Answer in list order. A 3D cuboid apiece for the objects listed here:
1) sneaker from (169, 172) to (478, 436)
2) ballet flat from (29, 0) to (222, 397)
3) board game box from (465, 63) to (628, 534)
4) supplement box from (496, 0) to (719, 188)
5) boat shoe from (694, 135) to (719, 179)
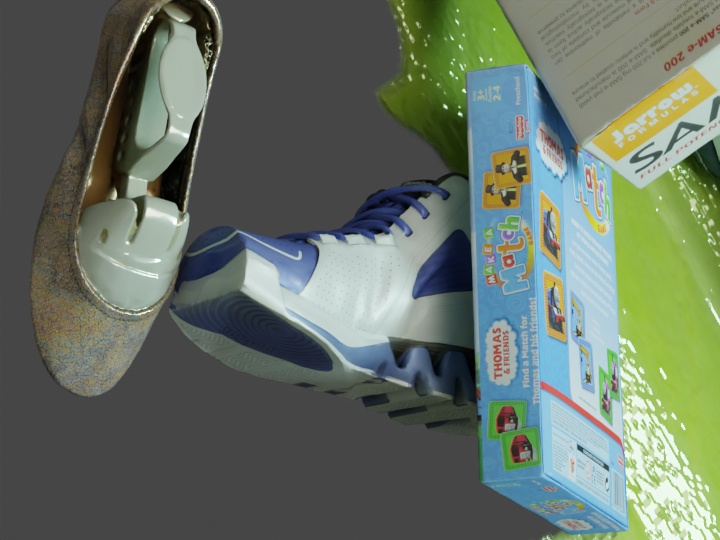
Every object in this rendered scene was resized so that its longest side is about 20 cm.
[{"bbox_3d":[0.001,0.000,1.440,0.199,0.081,0.115,24,66,-38],"label":"sneaker"},{"bbox_3d":[-0.104,-0.042,1.372,0.068,0.067,0.200,17,74,-32],"label":"ballet flat"},{"bbox_3d":[0.092,0.018,1.462,0.151,0.037,0.200,36,51,-65],"label":"board game box"},{"bbox_3d":[0.128,-0.158,1.461,0.074,0.126,0.200,30,29,-57],"label":"supplement box"},{"bbox_3d":[0.166,-0.131,1.575,0.075,0.062,0.200,-58,137,-39],"label":"boat shoe"}]
